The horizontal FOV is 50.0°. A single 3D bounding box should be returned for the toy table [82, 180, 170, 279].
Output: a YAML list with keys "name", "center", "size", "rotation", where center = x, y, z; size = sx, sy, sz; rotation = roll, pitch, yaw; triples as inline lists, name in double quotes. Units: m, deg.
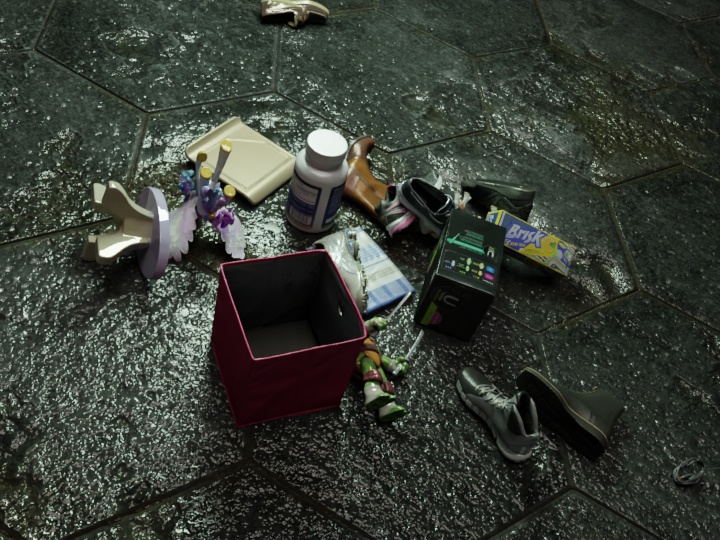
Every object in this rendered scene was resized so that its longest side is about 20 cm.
- name: "toy table"
  center: [-0.424, -0.078, 1.399]
  size: [0.116, 0.185, 0.200]
  rotation: [8, 32, -32]

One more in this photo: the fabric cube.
- name: "fabric cube"
  center: [-0.128, 0.113, 1.293]
  size: [0.198, 0.200, 0.197]
  rotation: [-9, 51, -24]

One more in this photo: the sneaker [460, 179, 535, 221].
- name: "sneaker"
  center: [0.303, -0.149, 1.758]
  size: [0.199, 0.115, 0.076]
  rotation: [20, 21, 41]

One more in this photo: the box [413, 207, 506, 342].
- name: "box"
  center: [0.198, 0.007, 1.526]
  size: [0.123, 0.149, 0.201]
  rotation: [20, 46, -1]

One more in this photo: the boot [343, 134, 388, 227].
- name: "boot"
  center: [0.039, -0.203, 1.724]
  size: [0.199, 0.069, 0.188]
  rotation: [33, 47, 12]

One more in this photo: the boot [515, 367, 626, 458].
- name: "boot"
  center: [0.394, 0.237, 1.442]
  size: [0.200, 0.078, 0.138]
  rotation: [47, 46, 7]

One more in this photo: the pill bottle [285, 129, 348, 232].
- name: "pill bottle"
  center: [-0.086, -0.183, 1.573]
  size: [0.110, 0.201, 0.112]
  rotation: [9, 47, -10]

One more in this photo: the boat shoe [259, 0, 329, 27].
- name: "boat shoe"
  center: [-0.180, -0.700, 2.118]
  size: [0.198, 0.072, 0.073]
  rotation: [4, 77, -28]

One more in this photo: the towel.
- name: "towel"
  center: [0.000, 0.000, 1.557]
  size: [0.146, 0.024, 0.200]
  rotation: [-23, 60, -33]

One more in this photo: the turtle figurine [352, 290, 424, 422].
- name: "turtle figurine"
  center: [0.052, 0.150, 1.356]
  size: [0.198, 0.144, 0.195]
  rotation: [-2, 53, -15]

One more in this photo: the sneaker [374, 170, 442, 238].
- name: "sneaker"
  center: [0.102, -0.164, 1.651]
  size: [0.086, 0.080, 0.200]
  rotation: [47, 50, -8]

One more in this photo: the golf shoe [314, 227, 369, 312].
- name: "golf shoe"
  center: [-0.037, 0.008, 1.486]
  size: [0.096, 0.079, 0.201]
  rotation: [-10, 46, -5]

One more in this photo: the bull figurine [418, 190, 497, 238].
- name: "bull figurine"
  center: [0.224, -0.101, 1.677]
  size: [0.199, 0.065, 0.122]
  rotation: [28, 85, -2]

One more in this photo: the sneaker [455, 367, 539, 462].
- name: "sneaker"
  center: [0.253, 0.228, 1.366]
  size: [0.075, 0.116, 0.200]
  rotation: [-18, 57, -30]

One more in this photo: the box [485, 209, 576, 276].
- name: "box"
  center: [0.355, -0.056, 1.640]
  size: [0.199, 0.064, 0.071]
  rotation: [24, 81, -18]

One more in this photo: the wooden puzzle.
- name: "wooden puzzle"
  center: [-0.255, -0.240, 1.690]
  size: [0.199, 0.037, 0.185]
  rotation: [36, 48, 10]

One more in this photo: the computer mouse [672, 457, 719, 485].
- name: "computer mouse"
  center: [0.664, 0.371, 1.432]
  size: [0.198, 0.034, 0.059]
  rotation: [-3, 66, -13]

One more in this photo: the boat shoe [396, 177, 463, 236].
- name: "boat shoe"
  center: [0.170, -0.126, 1.594]
  size: [0.199, 0.068, 0.072]
  rotation: [37, 68, -12]

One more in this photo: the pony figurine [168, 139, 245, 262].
- name: "pony figurine"
  center: [-0.294, -0.127, 1.489]
  size: [0.165, 0.200, 0.195]
  rotation: [3, 63, -24]
